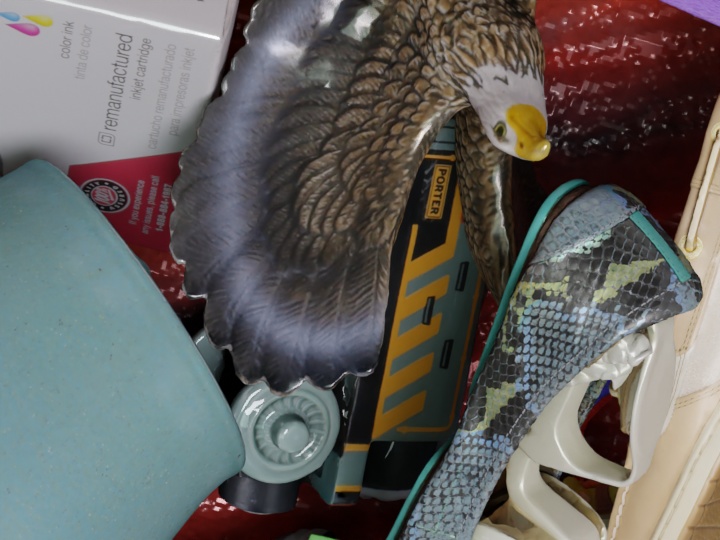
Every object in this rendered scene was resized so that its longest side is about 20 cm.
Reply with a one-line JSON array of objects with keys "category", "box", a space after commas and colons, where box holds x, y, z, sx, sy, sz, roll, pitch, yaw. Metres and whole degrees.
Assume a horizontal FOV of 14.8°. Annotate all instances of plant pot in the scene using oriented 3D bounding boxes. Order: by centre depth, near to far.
[{"category": "plant pot", "box": [-0.151, 0.064, 0.968, 0.188, 0.200, 0.200, -35, 105, -12]}]

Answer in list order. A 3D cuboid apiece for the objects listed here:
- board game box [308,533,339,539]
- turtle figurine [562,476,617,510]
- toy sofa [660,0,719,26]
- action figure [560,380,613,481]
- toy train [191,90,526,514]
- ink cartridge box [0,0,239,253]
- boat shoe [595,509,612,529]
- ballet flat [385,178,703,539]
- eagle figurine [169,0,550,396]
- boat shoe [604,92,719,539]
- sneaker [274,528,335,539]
[{"category": "board game box", "box": [0.078, 0.166, 1.046, 0.199, 0.029, 0.135, 12, 145, 15]}, {"category": "turtle figurine", "box": [0.161, 0.053, 1.038, 0.200, 0.064, 0.161, -43, 147, 24]}, {"category": "toy sofa", "box": [0.157, -0.090, 0.845, 0.200, 0.098, 0.083, 22, 125, -6]}, {"category": "action figure", "box": [0.069, 0.071, 1.099, 0.052, 0.065, 0.200, 39, 107, 12]}, {"category": "toy train", "box": [0.000, 0.000, 1.060, 0.114, 0.085, 0.201, 2, 108, -24]}, {"category": "ink cartridge box", "box": [-0.146, -0.095, 1.001, 0.199, 0.086, 0.148, 12, 148, -4]}, {"category": "boat shoe", "box": [0.133, 0.142, 1.065, 0.072, 0.200, 0.065, -7, 66, 31]}, {"category": "ballet flat", "box": [0.059, 0.064, 0.928, 0.074, 0.074, 0.200, 17, 128, -5]}, {"category": "eagle figurine", "box": [0.032, -0.057, 0.954, 0.151, 0.151, 0.200, 27, 114, 5]}, {"category": "boat shoe", "box": [0.120, 0.024, 0.950, 0.069, 0.074, 0.200, 29, 106, 28]}, {"category": "sneaker", "box": [-0.068, 0.143, 1.058, 0.092, 0.200, 0.076, 8, 104, 14]}]
